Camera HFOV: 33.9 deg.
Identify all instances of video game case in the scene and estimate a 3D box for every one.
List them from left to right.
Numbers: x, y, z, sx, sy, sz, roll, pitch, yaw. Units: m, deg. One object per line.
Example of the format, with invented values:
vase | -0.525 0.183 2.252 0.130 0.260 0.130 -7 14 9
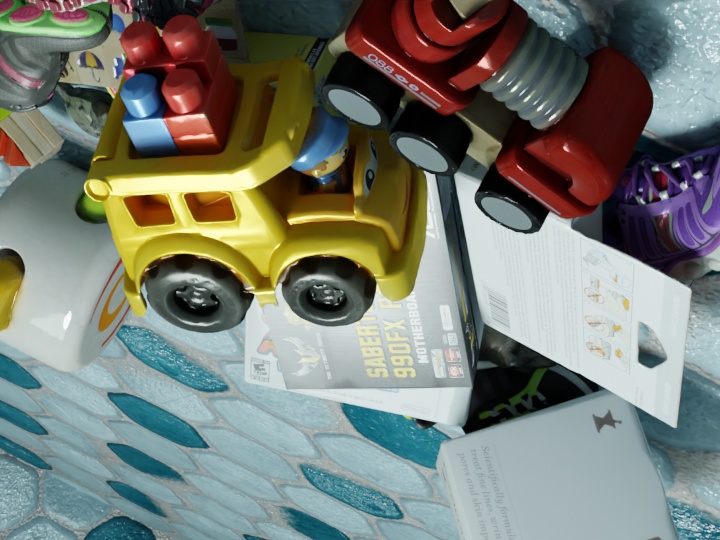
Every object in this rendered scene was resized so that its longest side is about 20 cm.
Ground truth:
video game case | 0.002 0.039 0.973 0.198 0.024 0.183 11 127 7

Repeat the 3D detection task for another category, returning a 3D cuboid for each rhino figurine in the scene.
rhino figurine | 0.079 0.054 1.046 0.198 0.060 0.088 17 156 17

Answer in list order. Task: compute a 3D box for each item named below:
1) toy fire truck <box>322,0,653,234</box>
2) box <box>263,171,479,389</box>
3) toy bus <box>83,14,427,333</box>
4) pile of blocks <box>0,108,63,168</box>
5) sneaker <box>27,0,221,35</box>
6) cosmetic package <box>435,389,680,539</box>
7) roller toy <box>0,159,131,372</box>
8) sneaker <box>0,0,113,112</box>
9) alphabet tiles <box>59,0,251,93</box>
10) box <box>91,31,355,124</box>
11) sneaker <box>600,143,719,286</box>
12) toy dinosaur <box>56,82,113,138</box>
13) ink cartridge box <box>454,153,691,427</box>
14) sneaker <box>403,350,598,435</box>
toy fire truck | 0.098 -0.125 0.639 0.175 0.129 0.200 34 165 -15
box | 0.000 0.000 0.901 0.157 0.048 0.201 -2 124 15
toy bus | -0.068 -0.071 0.731 0.198 0.137 0.193 -2 139 13
pile of blocks | -0.335 -0.160 1.006 0.082 0.062 0.201 25 152 54
sneaker | -0.156 -0.203 0.747 0.199 0.075 0.081 23 131 25
cosmetic package | 0.166 0.214 1.025 0.164 0.166 0.200 -17 165 -1
roller toy | -0.294 -0.006 1.146 0.139 0.201 0.183 26 161 4
sneaker | -0.236 -0.162 0.850 0.199 0.077 0.084 -4 136 43
alphabet tiles | -0.160 -0.172 0.830 0.199 0.008 0.168 12 127 31
box | -0.099 -0.135 0.866 0.199 0.050 0.075 13 151 31
sneaker | 0.196 -0.042 0.726 0.083 0.081 0.200 32 156 3
toy dinosaur | -0.219 -0.130 0.995 0.088 0.048 0.199 26 180 -39
ink cartridge box | 0.154 0.010 0.813 0.173 0.044 0.201 28 157 26
sneaker | 0.127 0.125 1.099 0.199 0.083 0.072 -2 143 38
